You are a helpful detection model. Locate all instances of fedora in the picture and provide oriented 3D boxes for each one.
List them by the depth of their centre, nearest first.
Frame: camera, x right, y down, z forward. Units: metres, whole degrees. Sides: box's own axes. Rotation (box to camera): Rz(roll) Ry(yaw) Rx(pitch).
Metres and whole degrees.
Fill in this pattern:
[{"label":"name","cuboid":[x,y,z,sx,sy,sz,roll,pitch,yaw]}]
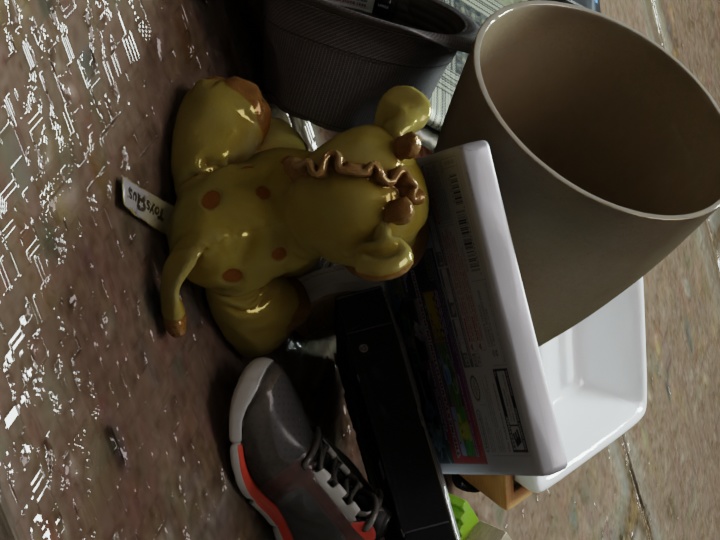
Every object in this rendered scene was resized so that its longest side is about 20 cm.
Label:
[{"label":"fedora","cuboid":[-0.008,-0.141,1.581,0.200,0.176,0.091,-55,163,-75]}]

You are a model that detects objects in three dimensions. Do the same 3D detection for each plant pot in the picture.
[{"label":"plant pot","cuboid":[0.114,-0.037,1.556,0.200,0.186,0.188,-59,-173,39]}]

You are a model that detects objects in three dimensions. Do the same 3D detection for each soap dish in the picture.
[{"label":"soap dish","cuboid":[0.136,0.065,1.761,0.200,0.081,0.159,-28,119,-54]}]

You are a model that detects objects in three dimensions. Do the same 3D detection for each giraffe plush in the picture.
[{"label":"giraffe plush","cuboid":[-0.027,-0.041,1.446,0.200,0.161,0.174,0,83,-69]}]

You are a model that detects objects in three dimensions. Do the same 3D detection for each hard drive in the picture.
[{"label":"hard drive","cuboid":[0.025,0.125,1.569,0.140,0.038,0.201,93,-19,-70]}]

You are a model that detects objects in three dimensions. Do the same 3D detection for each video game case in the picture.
[{"label":"video game case","cuboid":[0.061,0.028,1.491,0.182,0.023,0.202,168,-93,-70]}]

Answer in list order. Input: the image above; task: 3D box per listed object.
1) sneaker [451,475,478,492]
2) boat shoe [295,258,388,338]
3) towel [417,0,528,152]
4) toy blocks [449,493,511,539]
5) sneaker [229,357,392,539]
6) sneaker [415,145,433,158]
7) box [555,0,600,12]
[{"label":"sneaker","cuboid":[0.078,0.078,1.798,0.091,0.075,0.201,-59,135,-50]},{"label":"boat shoe","cuboid":[0.000,0.000,1.643,0.200,0.071,0.070,-6,71,-65]},{"label":"towel","cuboid":[0.059,-0.163,1.773,0.199,0.034,0.194,28,44,-29]},{"label":"toy blocks","cuboid":[0.072,0.268,1.676,0.137,0.100,0.200,-54,139,-20]},{"label":"sneaker","cuboid":[-0.019,0.137,1.509,0.077,0.081,0.201,-61,139,-47]},{"label":"sneaker","cuboid":[0.056,-0.072,1.810,0.199,0.080,0.072,6,94,-49]},{"label":"box","cuboid":[0.162,-0.335,2.173,0.158,0.049,0.202,9,75,-67]}]
